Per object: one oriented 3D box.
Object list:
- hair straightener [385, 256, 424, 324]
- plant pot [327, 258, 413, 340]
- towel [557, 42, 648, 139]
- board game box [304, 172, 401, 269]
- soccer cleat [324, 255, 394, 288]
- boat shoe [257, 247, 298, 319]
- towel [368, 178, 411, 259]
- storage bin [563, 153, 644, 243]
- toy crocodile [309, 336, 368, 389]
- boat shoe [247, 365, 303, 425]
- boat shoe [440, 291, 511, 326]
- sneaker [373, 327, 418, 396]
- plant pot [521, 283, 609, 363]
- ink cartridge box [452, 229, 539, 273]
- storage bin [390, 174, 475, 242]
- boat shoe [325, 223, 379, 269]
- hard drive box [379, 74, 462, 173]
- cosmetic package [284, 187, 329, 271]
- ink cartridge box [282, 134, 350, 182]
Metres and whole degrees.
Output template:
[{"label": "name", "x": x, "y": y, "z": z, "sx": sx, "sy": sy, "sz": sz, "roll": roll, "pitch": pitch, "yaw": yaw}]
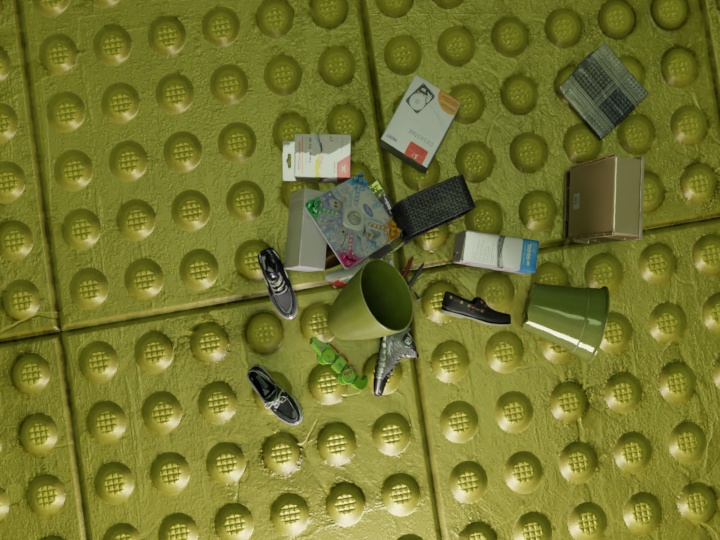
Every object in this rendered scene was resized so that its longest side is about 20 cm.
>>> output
[{"label": "hair straightener", "x": 0.128, "y": 0.066, "z": 1.433, "sx": 0.075, "sy": 0.041, "sz": 0.204, "roll": 26, "pitch": 73, "yaw": 6}, {"label": "plant pot", "x": 0.007, "y": 0.102, "z": 1.373, "sx": 0.198, "sy": 0.186, "sz": 0.191, "roll": -33, "pitch": 88, "yaw": 40}, {"label": "towel", "x": 0.677, "y": -0.503, "z": 1.488, "sx": 0.192, "sy": 0.035, "sz": 0.201, "roll": -42, "pitch": 91, "yaw": 1}, {"label": "board game box", "x": -0.016, "y": -0.135, "z": 1.372, "sx": 0.197, "sy": 0.026, "sz": 0.203, "roll": -31, "pitch": 83, "yaw": -28}, {"label": "soccer cleat", "x": 0.000, "y": 0.000, "z": 1.431, "sx": 0.192, "sy": 0.069, "sz": 0.088, "roll": 0, "pitch": 120, "yaw": -4}, {"label": "boat shoe", "x": -0.227, "y": 0.036, "z": 1.426, "sx": 0.073, "sy": 0.093, "sz": 0.206, "roll": -24, "pitch": 88, "yaw": -1}, {"label": "towel", "x": 0.042, "y": -0.133, "z": 1.470, "sx": 0.141, "sy": 0.023, "sz": 0.204, "roll": -29, "pitch": 89, "yaw": -1}, {"label": "storage bin", "x": 0.632, "y": -0.181, "z": 1.393, "sx": 0.090, "sy": 0.198, "sz": 0.208, "roll": 3, "pitch": 88, "yaw": -17}, {"label": "toy crocodile", "x": -0.061, "y": 0.251, "z": 1.435, "sx": 0.200, "sy": 0.068, "sz": 0.062, "roll": 45, "pitch": 69, "yaw": -1}, {"label": "boat shoe", "x": -0.231, "y": 0.340, "z": 1.428, "sx": 0.073, "sy": 0.068, "sz": 0.201, "roll": -37, "pitch": 89, "yaw": -1}, {"label": "boat shoe", "x": 0.317, "y": 0.106, "z": 1.437, "sx": 0.194, "sy": 0.074, "sz": 0.065, "roll": 14, "pitch": 96, "yaw": 5}, {"label": "sneaker", "x": 0.101, "y": 0.246, "z": 1.433, "sx": 0.111, "sy": 0.075, "sz": 0.208, "roll": 11, "pitch": 87, "yaw": -2}, {"label": "plant pot", "x": 0.529, "y": 0.117, "z": 1.396, "sx": 0.184, "sy": 0.200, "sz": 0.207, "roll": 15, "pitch": 88, "yaw": 11}, {"label": "ink cartridge box", "x": 0.354, "y": -0.047, "z": 1.407, "sx": 0.192, "sy": 0.146, "sz": 0.088, "roll": 10, "pitch": 89, "yaw": 0}, {"label": "storage bin", "x": 0.190, "y": -0.164, "z": 1.405, "sx": 0.195, "sy": 0.135, "sz": 0.096, "roll": -24, "pitch": 87, "yaw": -9}, {"label": "boat shoe", "x": -0.040, "y": -0.071, "z": 1.440, "sx": 0.195, "sy": 0.070, "sz": 0.072, "roll": -26, "pitch": 69, "yaw": 11}, {"label": "hard drive box", "x": 0.164, "y": -0.399, "z": 1.453, "sx": 0.153, "sy": 0.077, "sz": 0.205, "roll": 29, "pitch": 88, "yaw": 1}, {"label": "cosmetic package", "x": -0.143, "y": -0.104, "z": 1.409, "sx": 0.082, "sy": 0.106, "sz": 0.208, "roll": 6, "pitch": 85, "yaw": -31}, {"label": "ink cartridge box", "x": -0.122, "y": -0.306, "z": 1.452, "sx": 0.192, "sy": 0.068, "sz": 0.121, "roll": 0, "pitch": 88, "yaw": 0}]
